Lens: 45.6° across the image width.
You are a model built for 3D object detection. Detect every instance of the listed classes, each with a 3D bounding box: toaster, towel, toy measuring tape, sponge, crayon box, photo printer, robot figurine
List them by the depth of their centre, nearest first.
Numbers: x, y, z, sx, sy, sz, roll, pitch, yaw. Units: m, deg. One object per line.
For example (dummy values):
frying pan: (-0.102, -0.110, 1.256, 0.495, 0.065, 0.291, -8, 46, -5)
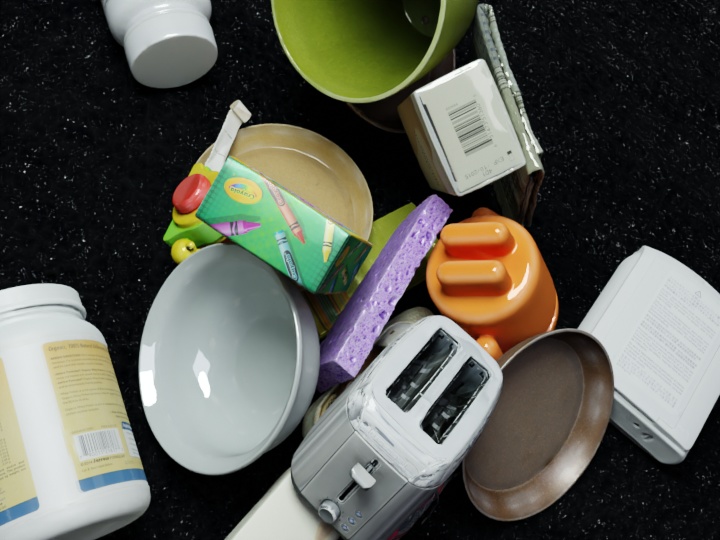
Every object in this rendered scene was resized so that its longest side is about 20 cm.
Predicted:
toaster: (0.039, 0.127, 0.723, 0.114, 0.130, 0.200, 43, 45, 6)
crayon box: (-0.060, -0.034, 0.765, 0.118, 0.200, 0.059, 33, 93, 6)
sponge: (0.016, 0.023, 0.837, 0.030, 0.112, 0.201, 36, 66, -6)
toy measuring tape: (-0.135, -0.091, 0.849, 0.073, 0.074, 0.202, 22, 62, -5)
robot figurine: (0.136, 0.020, 0.858, 0.116, 0.200, 0.145, -36, 57, 3)
towel: (0.000, 0.000, 0.914, 0.198, 0.018, 0.087, -28, 79, -23)
towel: (0.157, -0.156, 0.926, 0.034, 0.193, 0.203, -14, 73, -1)
photo printer: (0.326, 0.082, 0.940, 0.166, 0.070, 0.201, 39, 64, 3)

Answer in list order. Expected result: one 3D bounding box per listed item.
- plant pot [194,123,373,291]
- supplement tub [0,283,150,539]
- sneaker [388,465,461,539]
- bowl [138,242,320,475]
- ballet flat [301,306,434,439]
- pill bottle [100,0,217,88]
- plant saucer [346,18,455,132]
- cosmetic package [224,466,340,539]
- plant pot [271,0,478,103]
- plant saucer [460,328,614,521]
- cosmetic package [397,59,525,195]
plant pot: (-0.085, -0.064, 0.902, 0.196, 0.028, 0.203, 4, 63, -8)
supplement tub: (-0.270, 0.129, 0.719, 0.143, 0.145, 0.203, -16, 73, -20)
sneaker: (0.062, 0.187, 0.824, 0.080, 0.075, 0.201, 38, 64, 2)
bowl: (-0.106, 0.083, 0.787, 0.090, 0.199, 0.204, 16, 57, -54)
ballet flat: (0.022, 0.106, 0.852, 0.067, 0.062, 0.200, 42, 64, 4)
pill bottle: (-0.226, -0.308, 0.923, 0.112, 0.114, 0.203, -14, 74, -20)
plant saucer: (0.026, -0.254, 0.968, 0.198, 0.034, 0.204, 4, 84, -37)
cosmetic package: (-0.099, 0.265, 0.735, 0.071, 0.105, 0.200, 43, 66, 3)
plant pot: (0.042, -0.274, 0.858, 0.188, 0.187, 0.199, 50, 33, 8)
plant saucer: (0.168, 0.147, 0.837, 0.198, 0.034, 0.204, -13, 114, -30)
cosmetic package: (0.093, -0.137, 0.850, 0.070, 0.200, 0.107, -25, 96, 1)
